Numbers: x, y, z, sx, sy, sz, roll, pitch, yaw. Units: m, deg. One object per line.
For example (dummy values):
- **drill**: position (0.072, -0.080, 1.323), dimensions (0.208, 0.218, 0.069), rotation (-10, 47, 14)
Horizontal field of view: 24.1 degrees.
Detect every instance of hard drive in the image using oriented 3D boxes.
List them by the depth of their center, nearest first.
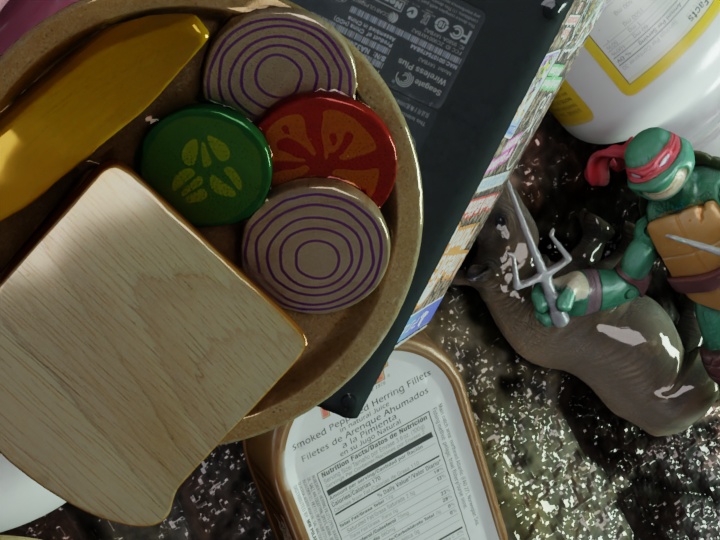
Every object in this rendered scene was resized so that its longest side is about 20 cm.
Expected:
- **hard drive**: position (-0.020, -0.053, 0.669), dimensions (0.139, 0.033, 0.201), rotation (23, 105, -14)

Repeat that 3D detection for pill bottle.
- **pill bottle**: position (0.121, -0.137, 0.848), dimensions (0.112, 0.112, 0.200), rotation (-46, 106, -11)

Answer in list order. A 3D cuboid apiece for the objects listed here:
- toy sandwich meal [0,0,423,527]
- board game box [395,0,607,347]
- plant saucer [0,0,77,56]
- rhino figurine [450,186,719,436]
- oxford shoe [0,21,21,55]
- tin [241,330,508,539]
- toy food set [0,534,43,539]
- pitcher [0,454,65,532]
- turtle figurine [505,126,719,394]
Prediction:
- **toy sandwich meal**: position (-0.069, -0.007, 0.620), dimensions (0.203, 0.070, 0.207), rotation (-3, 110, -9)
- **board game box**: position (-0.001, -0.091, 0.754), dimensions (0.159, 0.097, 0.201), rotation (31, 106, 11)
- **plant saucer**: position (-0.131, -0.116, 0.657), dimensions (0.051, 0.201, 0.201), rotation (41, 80, -1)
- **rhino figurine**: position (0.117, 0.015, 0.884), dimensions (0.199, 0.060, 0.088), rotation (32, 83, -16)
- **oxford shoe**: position (-0.155, -0.113, 0.777), dimensions (0.200, 0.074, 0.071), rotation (-39, 104, -12)
- **tin**: position (0.012, 0.112, 0.835), dimensions (0.111, 0.042, 0.201), rotation (-29, 120, -19)
- **toy food set**: position (-0.174, 0.186, 0.750), dimensions (0.196, 0.049, 0.201), rotation (-4, 134, -15)
- **pitcher**: position (-0.152, 0.017, 0.742), dimensions (0.199, 0.121, 0.173), rotation (-23, 85, -55)
- **turtle figurine**: position (0.170, 0.000, 0.809), dimensions (0.200, 0.149, 0.101), rotation (48, 54, -22)
